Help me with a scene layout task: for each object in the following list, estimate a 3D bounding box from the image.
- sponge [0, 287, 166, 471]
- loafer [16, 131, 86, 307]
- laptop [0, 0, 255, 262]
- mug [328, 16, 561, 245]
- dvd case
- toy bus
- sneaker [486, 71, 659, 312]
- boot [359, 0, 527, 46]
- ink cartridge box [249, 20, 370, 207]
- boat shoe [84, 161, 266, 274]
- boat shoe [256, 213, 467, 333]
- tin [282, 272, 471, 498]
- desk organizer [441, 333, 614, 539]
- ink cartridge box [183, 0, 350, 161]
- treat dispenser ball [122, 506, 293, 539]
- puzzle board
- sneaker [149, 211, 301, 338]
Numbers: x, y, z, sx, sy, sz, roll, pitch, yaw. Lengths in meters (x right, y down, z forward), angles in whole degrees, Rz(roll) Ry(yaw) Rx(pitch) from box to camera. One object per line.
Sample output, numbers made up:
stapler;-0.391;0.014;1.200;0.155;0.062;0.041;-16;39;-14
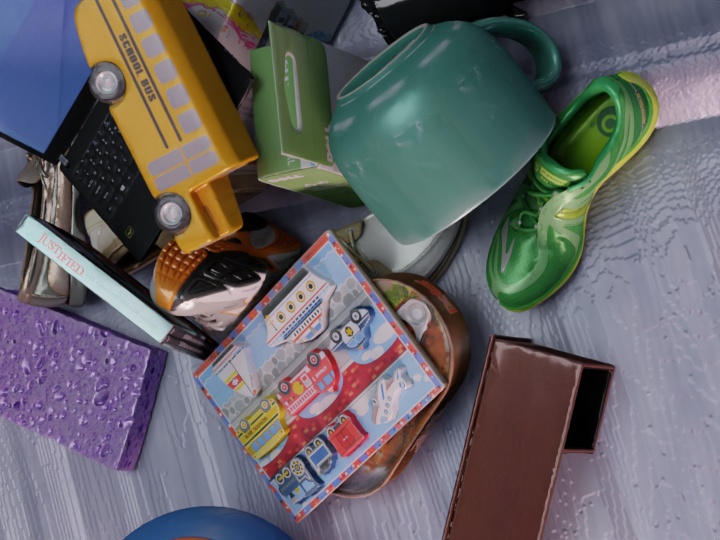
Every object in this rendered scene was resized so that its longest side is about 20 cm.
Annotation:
sponge;-0.268;0.095;1.612;0.199;0.030;0.112;19;94;32
loafer;-0.279;-0.067;1.605;0.062;0.072;0.201;-3;83;-14
laptop;-0.210;-0.139;1.391;0.200;0.103;0.178;46;113;31
mug;0.056;-0.118;1.334;0.152;0.185;0.115;-33;104;31
dvd case;-0.189;0.017;1.442;0.146;0.200;0.022;37;87;8
toy bus;-0.139;-0.118;1.335;0.078;0.065;0.201;-26;92;19
sneaker;0.145;-0.064;1.342;0.074;0.083;0.201;35;103;29
boot;0.075;-0.226;1.344;0.162;0.198;0.074;-21;71;21
ink cartridge box;-0.035;-0.117;1.391;0.059;0.200;0.104;-10;79;28
boat shoe;-0.153;-0.040;1.536;0.199;0.074;0.070;-19;77;39
boat shoe;0.000;0.000;1.434;0.200;0.068;0.075;-42;65;21
tin;0.012;0.089;1.404;0.112;0.042;0.200;41;122;14
desk organizer;0.121;0.155;1.340;0.077;0.072;0.201;14;92;30
ink cartridge box;-0.119;-0.215;1.487;0.145;0.144;0.201;34;103;31
treat dispenser ball;-0.119;0.285;1.397;0.200;0.201;0.202;-4;82;31
puzzle board;-0.039;0.087;1.407;0.151;0.017;0.200;52;125;11
sneaker;-0.113;0.020;1.436;0.075;0.200;0.092;30;110;15
